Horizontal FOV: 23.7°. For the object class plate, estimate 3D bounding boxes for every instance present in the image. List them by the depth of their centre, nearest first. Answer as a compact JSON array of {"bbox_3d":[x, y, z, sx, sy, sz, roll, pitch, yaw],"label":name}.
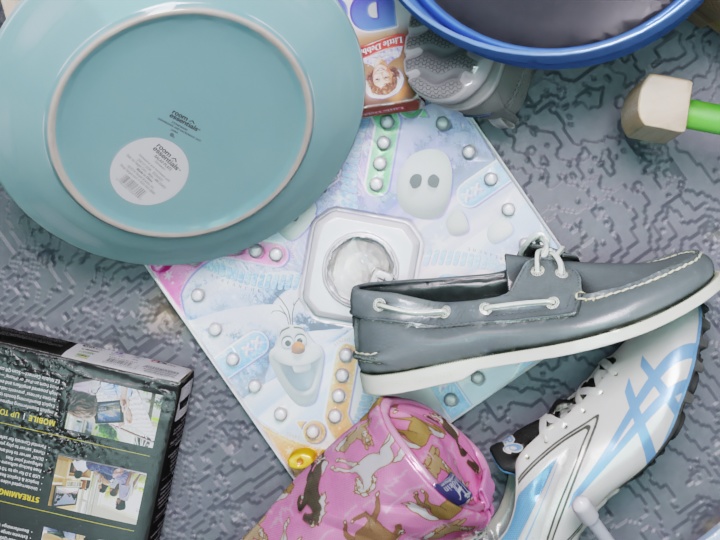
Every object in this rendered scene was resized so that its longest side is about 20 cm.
[{"bbox_3d":[-0.092,-0.078,0.874,0.200,0.026,0.201,-8,128,-11],"label":"plate"}]

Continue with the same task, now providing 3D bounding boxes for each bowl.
[{"bbox_3d":[0.098,-0.194,0.855,0.200,0.039,0.201,-3,75,12],"label":"bowl"}]

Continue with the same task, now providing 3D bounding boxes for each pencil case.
[{"bbox_3d":[-0.017,0.161,0.923,0.200,0.083,0.087,-47,49,16],"label":"pencil case"}]

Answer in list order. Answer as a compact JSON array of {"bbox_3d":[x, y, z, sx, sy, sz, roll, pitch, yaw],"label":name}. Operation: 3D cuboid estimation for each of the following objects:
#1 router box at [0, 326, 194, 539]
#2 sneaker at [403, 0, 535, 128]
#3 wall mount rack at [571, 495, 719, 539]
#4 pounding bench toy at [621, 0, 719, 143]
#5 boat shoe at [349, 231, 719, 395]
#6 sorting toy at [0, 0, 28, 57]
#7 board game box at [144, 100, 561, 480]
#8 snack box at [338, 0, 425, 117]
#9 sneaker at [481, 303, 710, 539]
[{"bbox_3d":[-0.207,0.108,0.958,0.200,0.051,0.150,13,95,2],"label":"router box"},{"bbox_3d":[0.078,-0.172,0.928,0.075,0.082,0.200,12,78,36],"label":"sneaker"},{"bbox_3d":[0.205,0.147,0.921,0.200,0.075,0.174,-38,97,-1],"label":"wall mount rack"},{"bbox_3d":[0.251,-0.112,0.888,0.156,0.124,0.200,37,94,0],"label":"pounding bench toy"},{"bbox_3d":[0.089,0.014,0.904,0.200,0.073,0.062,-15,96,9],"label":"boat shoe"},{"bbox_3d":[-0.121,-0.216,0.919,0.180,0.107,0.200,-16,84,-8],"label":"sorting toy"},{"bbox_3d":[0.000,0.000,0.956,0.200,0.026,0.200,-35,91,4],"label":"board game box"},{"bbox_3d":[-0.067,-0.111,0.937,0.199,0.024,0.072,-7,81,10],"label":"snack box"},{"bbox_3d":[0.119,0.092,0.932,0.072,0.072,0.200,35,93,-6],"label":"sneaker"}]
